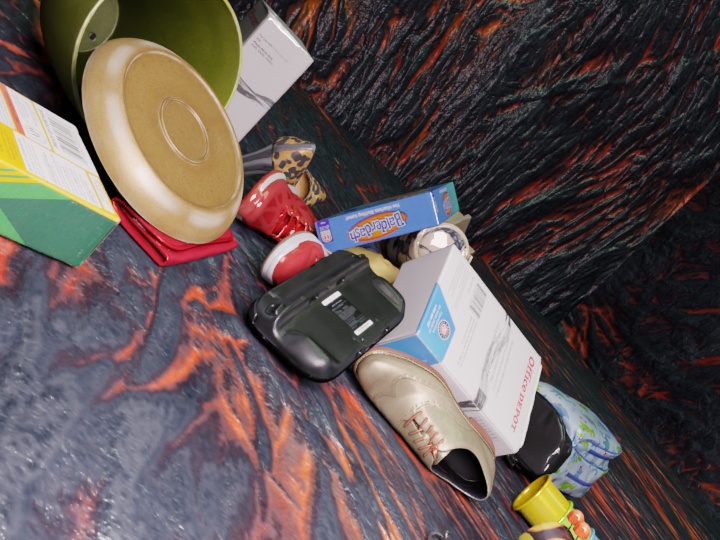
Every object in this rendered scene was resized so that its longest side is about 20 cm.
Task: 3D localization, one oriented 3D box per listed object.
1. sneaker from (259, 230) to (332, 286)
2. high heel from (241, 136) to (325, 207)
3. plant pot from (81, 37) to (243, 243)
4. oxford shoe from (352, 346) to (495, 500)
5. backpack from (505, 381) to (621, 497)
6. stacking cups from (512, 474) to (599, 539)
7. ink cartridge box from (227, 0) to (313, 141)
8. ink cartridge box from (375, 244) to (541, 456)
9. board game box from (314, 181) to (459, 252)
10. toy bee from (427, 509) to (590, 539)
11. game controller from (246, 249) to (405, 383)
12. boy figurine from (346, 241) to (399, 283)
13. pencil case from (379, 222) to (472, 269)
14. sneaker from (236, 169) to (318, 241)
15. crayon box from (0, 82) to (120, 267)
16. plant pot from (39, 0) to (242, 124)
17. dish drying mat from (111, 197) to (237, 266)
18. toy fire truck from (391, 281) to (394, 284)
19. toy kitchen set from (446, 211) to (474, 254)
[{"bbox_3d":[-0.033,0.025,0.943,0.112,0.071,0.200,45,8,18],"label":"sneaker"},{"bbox_3d":[-0.073,-0.131,1.175,0.199,0.141,0.072,16,70,-53],"label":"high heel"},{"bbox_3d":[-0.168,-0.124,0.768,0.200,0.027,0.202,44,34,-41],"label":"plant pot"},{"bbox_3d":[0.072,0.156,0.863,0.200,0.070,0.075,41,18,-14],"label":"oxford shoe"},{"bbox_3d":[0.278,0.242,1.192,0.200,0.153,0.163,53,-3,-39],"label":"backpack"},{"bbox_3d":[0.261,0.336,0.975,0.201,0.060,0.060,52,11,6],"label":"stacking cups"},{"bbox_3d":[-0.162,-0.244,1.096,0.084,0.200,0.146,41,12,-25],"label":"ink cartridge box"},{"bbox_3d":[0.113,0.097,0.964,0.200,0.083,0.146,50,43,-23],"label":"ink cartridge box"},{"bbox_3d":[0.041,-0.071,1.095,0.200,0.151,0.045,-35,111,-73],"label":"board game box"},{"bbox_3d":[0.170,0.267,0.721,0.200,0.109,0.131,37,15,-37],"label":"toy bee"},{"bbox_3d":[-0.027,0.040,0.829,0.104,0.042,0.200,48,33,6],"label":"game controller"},{"bbox_3d":[0.000,0.000,1.144,0.123,0.065,0.200,12,18,-7],"label":"boy figurine"},{"bbox_3d":[0.090,-0.029,1.191,0.089,0.079,0.200,14,1,-14],"label":"pencil case"},{"bbox_3d":[-0.081,-0.057,1.051,0.116,0.078,0.200,45,12,5],"label":"sneaker"},{"bbox_3d":[-0.264,-0.091,0.546,0.200,0.052,0.126,34,16,-50],"label":"crayon box"},{"bbox_3d":[-0.256,-0.244,0.886,0.200,0.188,0.187,35,2,39],"label":"plant pot"},{"bbox_3d":[-0.172,-0.044,0.809,0.077,0.018,0.200,45,11,2],"label":"dish drying mat"},{"bbox_3d":[0.108,0.083,1.173,0.176,0.130,0.199,37,27,29],"label":"toy fire truck"},{"bbox_3d":[0.154,-0.026,1.850,0.199,0.181,0.163,-22,57,-35],"label":"toy kitchen set"}]
